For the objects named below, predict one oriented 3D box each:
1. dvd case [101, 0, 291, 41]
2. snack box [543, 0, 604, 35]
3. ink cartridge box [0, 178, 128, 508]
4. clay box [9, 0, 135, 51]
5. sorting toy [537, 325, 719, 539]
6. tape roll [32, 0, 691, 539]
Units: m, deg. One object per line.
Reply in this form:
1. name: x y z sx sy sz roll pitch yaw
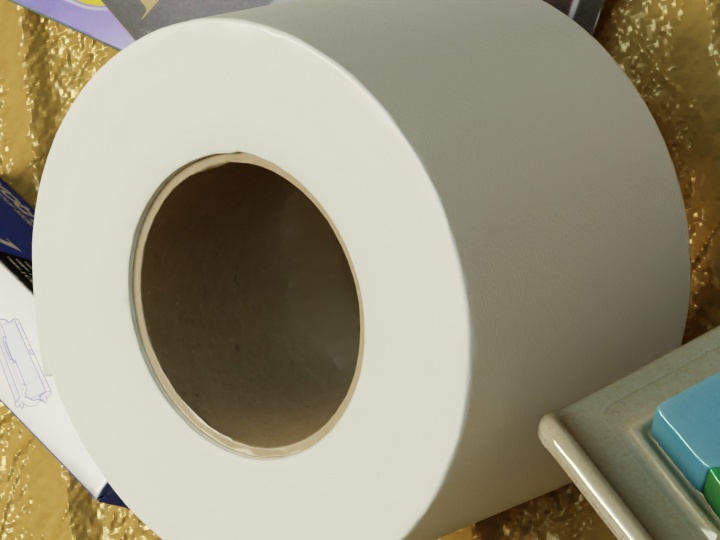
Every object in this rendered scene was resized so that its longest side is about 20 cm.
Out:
1. dvd case: -0.072 -0.182 1.216 0.149 0.016 0.200 -46 65 12
2. snack box: 0.078 -0.169 1.153 0.072 0.024 0.200 19 89 -8
3. ink cartridge box: -0.130 0.022 1.211 0.200 0.094 0.044 42 101 30
4. clay box: -0.085 -0.195 1.261 0.115 0.048 0.200 25 93 31
5. sorting toy: 0.186 0.074 0.979 0.200 0.037 0.185 -24 59 -24
6. tape roll: 0.000 0.000 1.078 0.202 0.139 0.203 11 108 38
